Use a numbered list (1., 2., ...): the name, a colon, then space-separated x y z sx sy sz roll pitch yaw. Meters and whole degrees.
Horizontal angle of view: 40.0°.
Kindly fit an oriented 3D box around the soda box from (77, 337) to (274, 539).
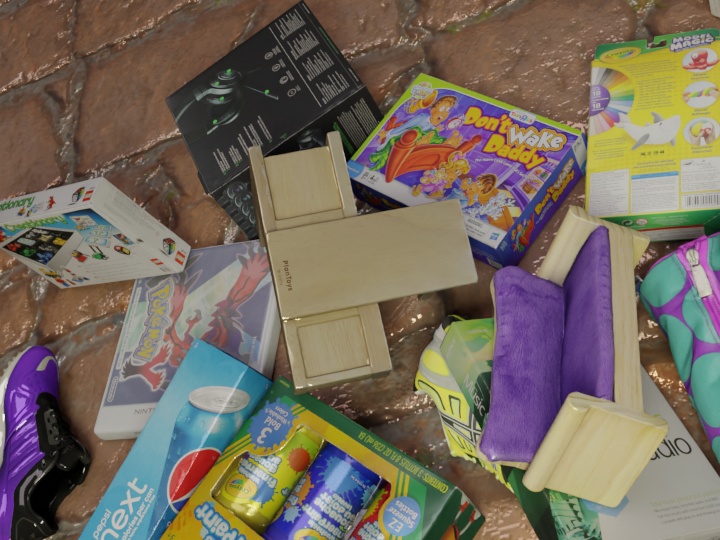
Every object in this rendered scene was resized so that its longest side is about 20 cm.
1. soda box: -0.153 0.166 0.845 0.067 0.064 0.201 23 79 33

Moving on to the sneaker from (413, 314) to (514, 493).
1. sneaker: 0.112 0.126 0.757 0.077 0.075 0.201 -56 47 27

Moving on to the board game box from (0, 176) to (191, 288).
1. board game box: -0.285 -0.033 1.008 0.198 0.126 0.035 -6 55 37

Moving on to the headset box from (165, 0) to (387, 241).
1. headset box: -0.091 -0.153 1.029 0.199 0.093 0.175 -35 49 3

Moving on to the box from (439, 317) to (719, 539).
1. box: 0.158 0.112 0.695 0.143 0.037 0.201 -3 44 -26

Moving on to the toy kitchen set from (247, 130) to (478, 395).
1. toy kitchen set: 0.000 0.000 0.873 0.161 0.181 0.203 -10 77 -7

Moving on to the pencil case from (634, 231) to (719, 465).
1. pencil case: 0.263 0.070 0.686 0.084 0.093 0.202 -25 51 12

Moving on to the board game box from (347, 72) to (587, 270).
1. board game box: 0.095 -0.096 0.922 0.199 0.045 0.135 29 75 39

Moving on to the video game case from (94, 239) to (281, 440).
1. video game case: -0.160 0.064 0.964 0.180 0.023 0.202 -7 55 24

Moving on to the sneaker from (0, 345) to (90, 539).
1. sneaker: -0.300 0.167 0.946 0.098 0.070 0.202 -6 60 16

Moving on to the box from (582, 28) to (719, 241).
1. box: 0.255 -0.120 0.849 0.116 0.048 0.202 -3 59 23

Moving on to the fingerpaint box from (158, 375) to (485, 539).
1. fingerpaint box: -0.034 0.201 0.768 0.199 0.073 0.167 26 73 39

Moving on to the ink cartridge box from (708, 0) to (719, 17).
1. ink cartridge box: 0.384 -0.243 0.819 0.067 0.117 0.200 -46 49 -7

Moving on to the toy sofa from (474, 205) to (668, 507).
1. toy sofa: 0.141 0.048 0.668 0.096 0.083 0.201 18 41 -2
